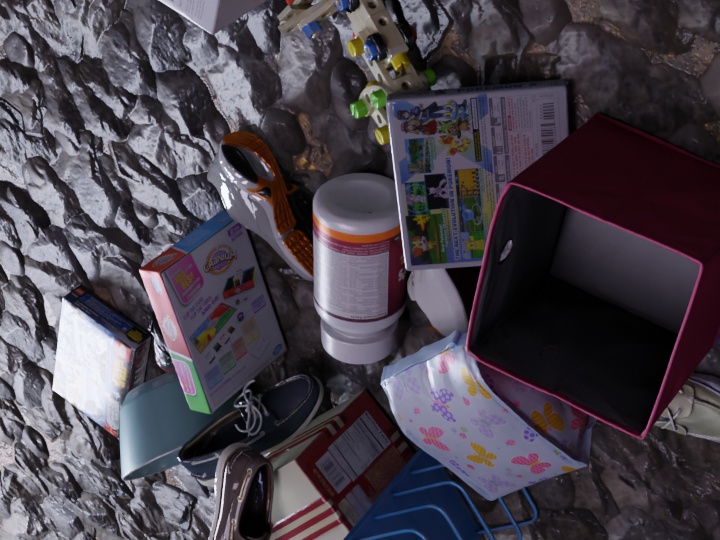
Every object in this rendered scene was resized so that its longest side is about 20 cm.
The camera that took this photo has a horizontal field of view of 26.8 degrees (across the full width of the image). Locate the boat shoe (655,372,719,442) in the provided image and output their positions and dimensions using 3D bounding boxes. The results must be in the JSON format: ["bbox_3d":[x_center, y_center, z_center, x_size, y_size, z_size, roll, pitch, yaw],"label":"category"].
[{"bbox_3d":[0.322,0.140,1.585,0.199,0.062,0.073,21,131,26],"label":"boat shoe"}]

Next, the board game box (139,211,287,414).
[{"bbox_3d":[-0.178,0.051,1.865,0.040,0.153,0.202,6,122,41],"label":"board game box"}]

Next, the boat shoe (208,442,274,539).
[{"bbox_3d":[-0.139,0.312,1.826,0.059,0.071,0.202,17,107,44],"label":"boat shoe"}]

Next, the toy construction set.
[{"bbox_3d":[0.003,-0.230,1.570,0.200,0.092,0.131,48,159,7],"label":"toy construction set"}]

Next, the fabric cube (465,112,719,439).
[{"bbox_3d":[0.242,-0.002,1.429,0.199,0.199,0.198,25,125,21],"label":"fabric cube"}]

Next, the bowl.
[{"bbox_3d":[-0.242,0.194,2.013,0.200,0.200,0.106,-33,78,47],"label":"bowl"}]

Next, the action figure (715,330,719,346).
[{"bbox_3d":[0.435,0.078,1.454,0.195,0.104,0.200,69,164,-12],"label":"action figure"}]

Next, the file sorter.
[{"bbox_3d":[0.103,0.309,1.789,0.122,0.200,0.139,-20,106,41],"label":"file sorter"}]

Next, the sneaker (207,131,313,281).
[{"bbox_3d":[-0.107,-0.067,1.792,0.201,0.075,0.092,55,145,4],"label":"sneaker"}]

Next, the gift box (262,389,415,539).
[{"bbox_3d":[-0.053,0.283,1.902,0.185,0.200,0.186,56,139,0],"label":"gift box"}]

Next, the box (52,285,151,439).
[{"bbox_3d":[-0.373,0.134,2.168,0.136,0.040,0.201,34,135,17],"label":"box"}]

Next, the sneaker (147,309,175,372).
[{"bbox_3d":[-0.242,0.079,1.979,0.071,0.098,0.201,39,138,6],"label":"sneaker"}]

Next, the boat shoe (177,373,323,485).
[{"bbox_3d":[-0.137,0.188,1.871,0.062,0.199,0.075,50,-169,-46],"label":"boat shoe"}]

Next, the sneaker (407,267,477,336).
[{"bbox_3d":[0.077,-0.007,1.672,0.084,0.073,0.202,4,123,34],"label":"sneaker"}]

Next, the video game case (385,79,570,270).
[{"bbox_3d":[0.126,-0.094,1.547,0.180,0.022,0.202,-4,122,6],"label":"video game case"}]

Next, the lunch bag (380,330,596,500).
[{"bbox_3d":[0.143,0.142,1.672,0.199,0.128,0.169,36,141,-18],"label":"lunch bag"}]

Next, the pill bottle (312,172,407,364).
[{"bbox_3d":[0.000,0.000,1.714,0.109,0.110,0.201,21,131,26],"label":"pill bottle"}]

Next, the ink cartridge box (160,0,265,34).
[{"bbox_3d":[-0.176,-0.376,1.562,0.199,0.146,0.147,34,136,15],"label":"ink cartridge box"}]
